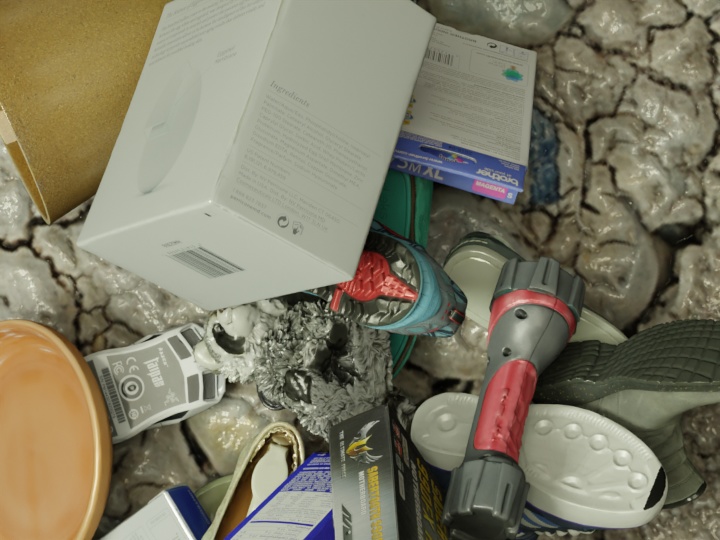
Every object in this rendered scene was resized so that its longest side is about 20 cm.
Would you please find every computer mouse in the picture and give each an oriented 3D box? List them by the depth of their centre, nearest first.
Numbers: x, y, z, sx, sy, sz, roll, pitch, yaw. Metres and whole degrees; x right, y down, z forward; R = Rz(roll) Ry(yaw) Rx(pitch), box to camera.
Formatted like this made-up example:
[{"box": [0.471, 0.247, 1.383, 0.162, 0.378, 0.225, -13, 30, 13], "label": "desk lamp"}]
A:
[{"box": [-0.143, 0.077, 1.488, 0.198, 0.044, 0.111, -18, 86, -1], "label": "computer mouse"}]

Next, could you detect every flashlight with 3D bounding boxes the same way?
[{"box": [0.105, 0.088, 1.319, 0.067, 0.068, 0.201, 0, 53, 23], "label": "flashlight"}]

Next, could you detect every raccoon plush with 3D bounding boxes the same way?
[{"box": [-0.042, 0.092, 1.440, 0.133, 0.201, 0.097, 7, 42, 45], "label": "raccoon plush"}]

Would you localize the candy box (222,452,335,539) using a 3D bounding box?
[{"box": [-0.030, 0.245, 1.335, 0.076, 0.200, 0.171, -4, 110, 31], "label": "candy box"}]

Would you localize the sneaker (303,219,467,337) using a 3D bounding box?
[{"box": [0.000, 0.000, 1.372, 0.200, 0.095, 0.080, 37, 100, 47], "label": "sneaker"}]

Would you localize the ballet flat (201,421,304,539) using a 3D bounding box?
[{"box": [-0.086, 0.197, 1.377, 0.067, 0.062, 0.202, 17, 62, -5], "label": "ballet flat"}]

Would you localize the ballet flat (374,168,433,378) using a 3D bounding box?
[{"box": [0.025, -0.008, 1.453, 0.067, 0.070, 0.202, 15, 118, 17], "label": "ballet flat"}]

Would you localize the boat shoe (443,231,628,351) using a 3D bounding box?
[{"box": [0.146, 0.041, 1.437, 0.199, 0.062, 0.073, 37, 114, -9], "label": "boat shoe"}]

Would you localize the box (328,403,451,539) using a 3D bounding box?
[{"box": [0.037, 0.212, 1.265, 0.048, 0.201, 0.159, -23, 125, 15], "label": "box"}]

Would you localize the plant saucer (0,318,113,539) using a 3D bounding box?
[{"box": [-0.251, 0.138, 1.457, 0.199, 0.037, 0.203, -2, 87, 40], "label": "plant saucer"}]

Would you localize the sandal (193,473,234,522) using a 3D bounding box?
[{"box": [-0.050, 0.187, 1.452, 0.199, 0.057, 0.081, -8, 82, 7], "label": "sandal"}]

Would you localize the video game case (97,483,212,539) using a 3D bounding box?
[{"box": [-0.152, 0.293, 1.438, 0.181, 0.045, 0.201, -36, 80, 17], "label": "video game case"}]

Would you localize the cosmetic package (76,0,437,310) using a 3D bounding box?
[{"box": [-0.072, -0.095, 1.322, 0.122, 0.199, 0.202, 27, 69, -28], "label": "cosmetic package"}]

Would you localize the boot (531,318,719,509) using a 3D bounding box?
[{"box": [0.217, 0.109, 1.368, 0.068, 0.199, 0.131, -50, 117, -37], "label": "boot"}]

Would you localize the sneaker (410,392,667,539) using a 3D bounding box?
[{"box": [0.133, 0.165, 1.391, 0.198, 0.147, 0.081, 14, 56, 25], "label": "sneaker"}]

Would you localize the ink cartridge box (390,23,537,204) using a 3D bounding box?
[{"box": [0.065, -0.114, 1.406, 0.118, 0.201, 0.042, 15, 124, -3], "label": "ink cartridge box"}]

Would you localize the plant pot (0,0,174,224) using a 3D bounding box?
[{"box": [-0.190, -0.164, 1.466, 0.199, 0.187, 0.188, -27, 80, -11], "label": "plant pot"}]

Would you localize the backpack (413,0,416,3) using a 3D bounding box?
[{"box": [-0.032, -0.266, 1.431, 0.149, 0.177, 0.202, -14, 62, 30], "label": "backpack"}]
